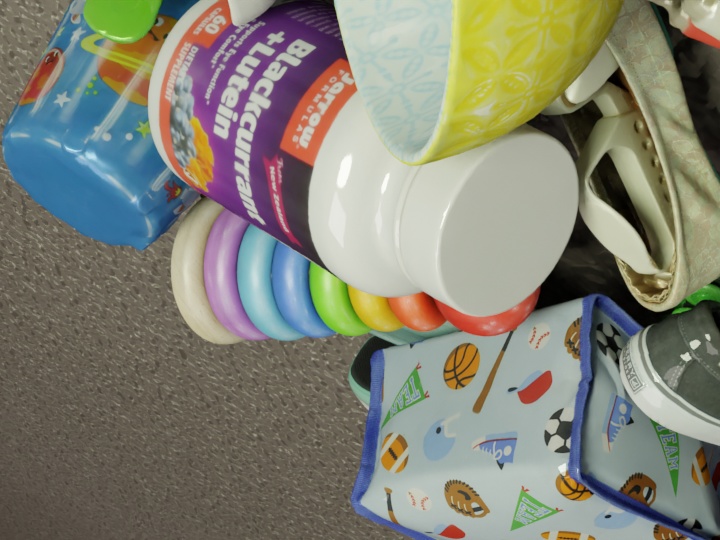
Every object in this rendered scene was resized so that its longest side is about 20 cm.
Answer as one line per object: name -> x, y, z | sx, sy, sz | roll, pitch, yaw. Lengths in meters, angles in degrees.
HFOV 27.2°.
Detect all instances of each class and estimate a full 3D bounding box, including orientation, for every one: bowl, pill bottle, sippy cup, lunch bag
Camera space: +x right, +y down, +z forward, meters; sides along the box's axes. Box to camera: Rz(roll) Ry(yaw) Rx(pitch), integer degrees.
bowl -> 0.054, -0.145, 0.545 | 0.107, 0.200, 0.200 | -10, 155, -11
pill bottle -> 0.000, -0.055, 0.680 | 0.200, 0.111, 0.111 | 31, 160, 43
sippy cup -> -0.118, -0.088, 0.793 | 0.139, 0.130, 0.178 | 9, 148, 39
lunch bag -> 0.123, 0.114, 0.833 | 0.170, 0.124, 0.200 | -14, 146, 44

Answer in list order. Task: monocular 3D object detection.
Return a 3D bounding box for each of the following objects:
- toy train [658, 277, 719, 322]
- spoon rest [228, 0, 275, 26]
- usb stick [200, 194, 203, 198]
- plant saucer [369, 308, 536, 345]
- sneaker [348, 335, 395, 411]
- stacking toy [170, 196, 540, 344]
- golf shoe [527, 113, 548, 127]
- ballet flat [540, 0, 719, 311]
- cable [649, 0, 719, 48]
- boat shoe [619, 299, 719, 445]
toy train -> 0.195, 0.011, 0.769 | 0.056, 0.042, 0.200 | 17, 153, 7
spoon rest -> -0.048, -0.162, 0.604 | 0.060, 0.100, 0.200 | -3, 175, -11
usb stick -> -0.108, -0.087, 0.949 | 0.055, 0.033, 0.200 | 18, 152, 43
plant saucer -> 0.029, 0.022, 0.902 | 0.201, 0.039, 0.201 | 21, 172, 3
sneaker -> 0.095, 0.119, 1.045 | 0.200, 0.078, 0.140 | 24, 157, 35
stacking toy -> 0.000, 0.000, 0.772 | 0.200, 0.085, 0.085 | 1, 141, 35
golf shoe -> 0.024, -0.072, 0.774 | 0.092, 0.073, 0.200 | 39, 154, -14
ballet flat -> 0.108, -0.069, 0.648 | 0.067, 0.062, 0.200 | 0, 126, 57
cable -> 0.200, -0.074, 0.592 | 0.200, 0.050, 0.097 | 33, 171, -7
boat shoe -> 0.217, 0.061, 0.749 | 0.200, 0.069, 0.057 | 16, 138, -35
